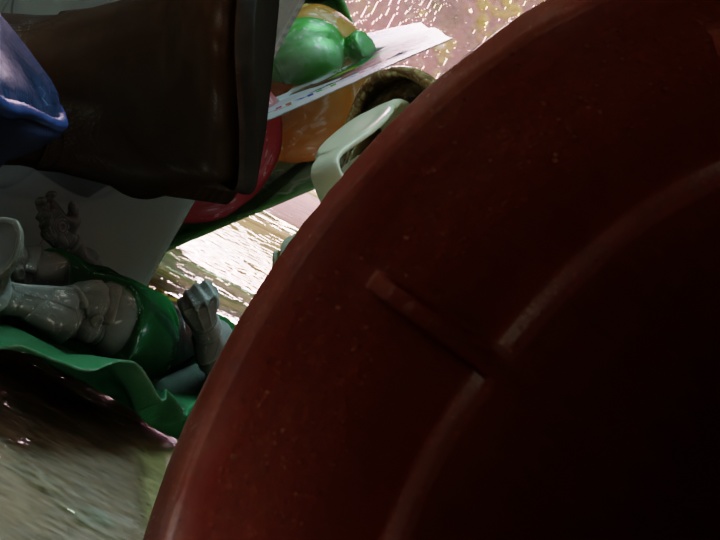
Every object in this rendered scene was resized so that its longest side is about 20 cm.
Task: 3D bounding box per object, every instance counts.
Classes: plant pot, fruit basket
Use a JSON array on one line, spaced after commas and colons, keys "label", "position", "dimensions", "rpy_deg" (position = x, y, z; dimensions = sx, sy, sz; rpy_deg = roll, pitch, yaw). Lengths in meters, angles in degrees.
[{"label": "plant pot", "position": [0.093, 0.074, 0.545], "dimensions": [0.195, 0.201, 0.201], "rpy_deg": [35, 2, -29]}, {"label": "fruit basket", "position": [-0.059, -0.063, 1.095], "dimensions": [0.200, 0.185, 0.094], "rpy_deg": [-85, 153, -87]}]

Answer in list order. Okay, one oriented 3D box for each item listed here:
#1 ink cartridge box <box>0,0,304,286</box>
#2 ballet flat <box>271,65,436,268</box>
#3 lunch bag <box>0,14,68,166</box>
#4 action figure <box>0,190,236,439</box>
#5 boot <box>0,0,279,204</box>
[{"label": "ink cartridge box", "position": [-0.123, -0.103, 0.948], "dimensions": [0.199, 0.200, 0.041], "rpy_deg": [27, 6, -8]}, {"label": "ballet flat", "position": [0.000, 0.000, 0.934], "dimensions": [0.065, 0.070, 0.200], "rpy_deg": [52, 28, -23]}, {"label": "lunch bag", "position": [-0.151, -0.042, 0.568], "dimensions": [0.136, 0.132, 0.200], "rpy_deg": [53, 0, 0]}, {"label": "action figure", "position": [-0.078, 0.015, 0.880], "dimensions": [0.118, 0.055, 0.200], "rpy_deg": [28, 1, 27]}, {"label": "boot", "position": [-0.128, -0.062, 0.845], "dimensions": [0.200, 0.064, 0.186], "rpy_deg": [9, -16, -7]}]
